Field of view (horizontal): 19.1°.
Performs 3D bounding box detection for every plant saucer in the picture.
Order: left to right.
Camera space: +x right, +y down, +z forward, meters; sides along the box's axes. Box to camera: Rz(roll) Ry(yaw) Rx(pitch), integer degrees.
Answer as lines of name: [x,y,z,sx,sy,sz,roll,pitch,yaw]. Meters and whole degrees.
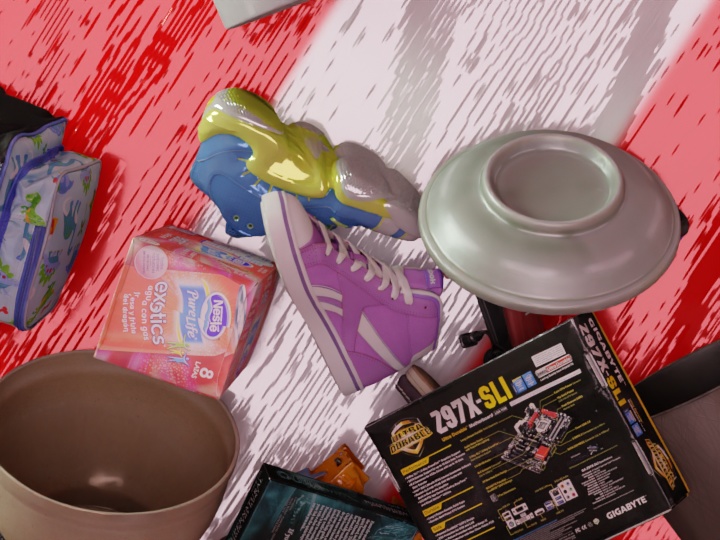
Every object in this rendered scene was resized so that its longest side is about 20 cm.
plant saucer: [0.144,-0.052,1.617,0.200,0.200,0.050,3,133,3]

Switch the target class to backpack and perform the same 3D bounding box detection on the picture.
backpack: [-0.294,-0.027,1.649,0.147,0.183,0.200,24,102,2]

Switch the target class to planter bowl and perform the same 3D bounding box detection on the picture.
planter bowl: [-0.203,0.174,1.673,0.200,0.200,0.135,14,124,2]

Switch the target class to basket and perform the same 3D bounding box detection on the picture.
basket: [0.306,0.165,1.658,0.180,0.136,0.200,-28,98,-3]

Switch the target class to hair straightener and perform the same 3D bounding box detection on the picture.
hair straightener: [0.118,0.062,1.686,0.041,0.077,0.200,-38,123,-29]

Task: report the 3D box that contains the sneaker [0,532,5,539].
sneaker: [-0.360,0.204,1.729,0.200,0.077,0.078,7,95,2]

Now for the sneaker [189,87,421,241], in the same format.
sneaker: [-0.046,-0.058,1.694,0.200,0.076,0.105,32,113,2]

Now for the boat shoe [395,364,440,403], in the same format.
boat shoe: [0.080,0.169,1.700,0.065,0.072,0.200,-33,96,5]

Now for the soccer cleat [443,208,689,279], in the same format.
soccer cleat: [0.157,-0.027,1.686,0.200,0.068,0.073,2,118,0]

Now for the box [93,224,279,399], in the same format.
box: [-0.127,0.029,1.634,0.102,0.200,0.095,19,95,0]

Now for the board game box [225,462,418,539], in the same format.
board game box: [-0.055,0.257,1.670,0.135,0.028,0.200,20,108,-22]

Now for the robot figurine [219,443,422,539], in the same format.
robot figurine: [-0.056,0.237,1.711,0.200,0.058,0.145,-39,115,6]

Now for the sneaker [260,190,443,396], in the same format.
sneaker: [0.000,0.000,1.660,0.114,0.073,0.201,-23,131,6]

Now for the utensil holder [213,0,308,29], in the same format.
utensil holder: [-0.067,-0.301,1.615,0.170,0.170,0.200,-20,96,5]

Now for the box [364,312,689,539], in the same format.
box: [0.123,0.143,1.614,0.200,0.049,0.160,-30,85,27]
